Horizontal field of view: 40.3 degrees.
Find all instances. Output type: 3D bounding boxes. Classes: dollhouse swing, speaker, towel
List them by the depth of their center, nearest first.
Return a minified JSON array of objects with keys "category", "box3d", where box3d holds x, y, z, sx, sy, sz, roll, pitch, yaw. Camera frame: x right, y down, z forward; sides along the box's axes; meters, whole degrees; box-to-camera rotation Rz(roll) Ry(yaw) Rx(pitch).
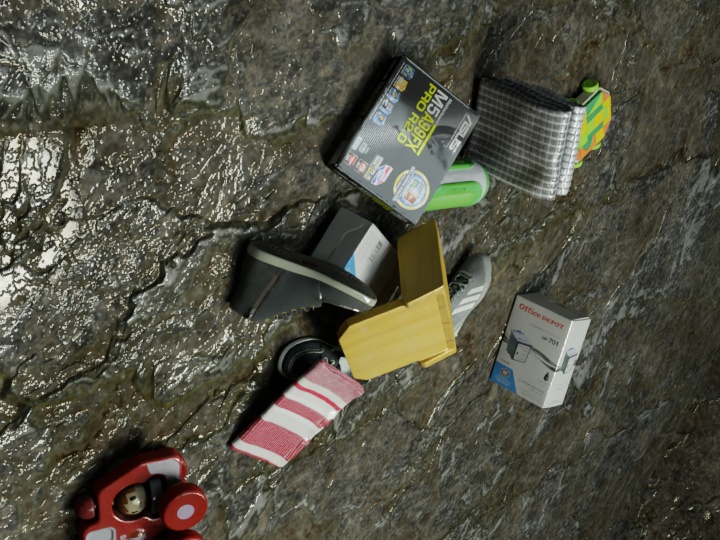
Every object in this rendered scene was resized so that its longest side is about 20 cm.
[{"category":"towel","box3d":[-0.098,0.232,1.560,0.200,0.023,0.144,-44,144,6]},{"category":"dollhouse swing","box3d":[0.055,0.053,1.572,0.200,0.175,0.182,71,12,-54]},{"category":"speaker","box3d":[0.127,-0.140,1.611,0.200,0.088,0.089,-11,119,-48]},{"category":"towel","box3d":[0.267,-0.225,1.640,0.085,0.200,0.166,-22,128,-37]}]

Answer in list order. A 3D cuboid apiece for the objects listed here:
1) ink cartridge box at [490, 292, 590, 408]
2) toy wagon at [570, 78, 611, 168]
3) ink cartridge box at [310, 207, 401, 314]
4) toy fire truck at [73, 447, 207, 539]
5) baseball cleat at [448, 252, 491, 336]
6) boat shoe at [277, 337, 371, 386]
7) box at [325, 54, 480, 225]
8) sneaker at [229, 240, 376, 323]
[{"category":"ink cartridge box","box3d":[0.376,0.165,2.061,0.086,0.146,0.201,-4,114,-48]},{"category":"toy wagon","box3d":[0.430,-0.276,1.945,0.200,0.040,0.155,-43,140,-26]},{"category":"ink cartridge box","box3d":[0.000,0.000,1.545,0.115,0.068,0.200,-57,150,-8]},{"category":"toy fire truck","box3d":[-0.309,0.346,1.361,0.167,0.112,0.201,-10,120,-27]},{"category":"baseball cleat","box3d":[0.172,0.051,1.801,0.106,0.070,0.200,27,89,-55]},{"category":"boat shoe","box3d":[-0.052,0.154,1.590,0.200,0.060,0.076,6,107,-53]},{"category":"box","box3d":[0.066,-0.195,1.472,0.160,0.044,0.200,35,83,-22]},{"category":"sneaker","box3d":[-0.083,0.039,1.410,0.075,0.199,0.107,-91,-157,-72]}]
